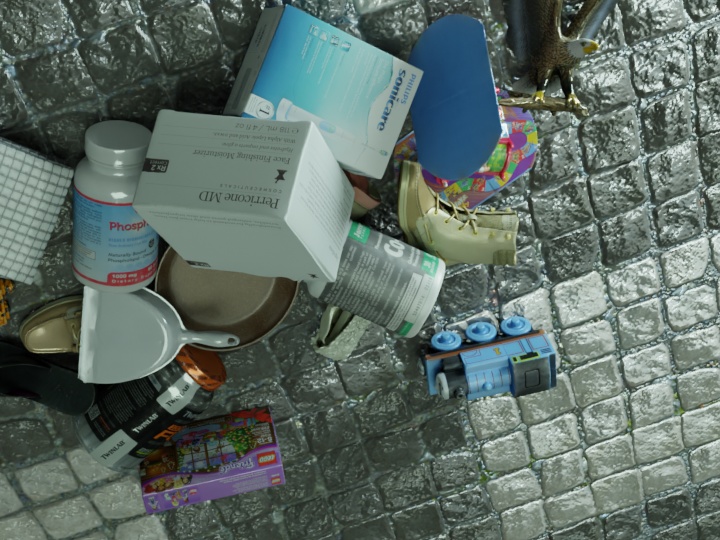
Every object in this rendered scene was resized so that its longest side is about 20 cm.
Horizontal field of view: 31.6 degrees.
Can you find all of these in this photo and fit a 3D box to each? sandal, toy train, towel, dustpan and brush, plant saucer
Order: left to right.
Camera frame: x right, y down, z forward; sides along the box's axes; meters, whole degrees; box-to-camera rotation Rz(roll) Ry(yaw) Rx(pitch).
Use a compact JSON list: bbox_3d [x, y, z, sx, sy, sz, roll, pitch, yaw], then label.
[{"bbox_3d":[-0.469,-0.089,1.541,0.200,0.086,0.166,20,100,-25],"label":"towel"},{"bbox_3d":[-0.452,0.142,1.702,0.200,0.048,0.075,14,95,3],"label":"sandal"},{"bbox_3d":[-0.260,0.087,1.662,0.200,0.057,0.140,7,102,1],"label":"dustpan and brush"},{"bbox_3d":[-0.181,0.011,1.706,0.200,0.037,0.201,-8,114,-19],"label":"plant saucer"},{"bbox_3d":[0.186,0.133,1.843,0.200,0.114,0.087,-12,124,-6],"label":"toy train"}]

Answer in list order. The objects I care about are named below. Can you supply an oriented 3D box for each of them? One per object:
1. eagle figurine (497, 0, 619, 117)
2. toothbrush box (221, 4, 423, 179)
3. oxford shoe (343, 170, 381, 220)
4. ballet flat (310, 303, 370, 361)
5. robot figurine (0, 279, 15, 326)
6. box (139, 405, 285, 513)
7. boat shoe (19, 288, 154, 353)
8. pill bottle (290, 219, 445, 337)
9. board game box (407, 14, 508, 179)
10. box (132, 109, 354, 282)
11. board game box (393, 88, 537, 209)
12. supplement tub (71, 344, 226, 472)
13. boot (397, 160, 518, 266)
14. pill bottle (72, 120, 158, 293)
[{"bbox_3d":[0.254,-0.296,1.594,0.152,0.151,0.200,1,95,-61],"label":"eagle figurine"},{"bbox_3d":[-0.045,-0.216,1.550,0.200,0.085,0.147,21,90,-24],"label":"toothbrush box"},{"bbox_3d":[-0.065,-0.119,1.648,0.200,0.071,0.074,34,115,-28],"label":"oxford shoe"},{"bbox_3d":[-0.009,0.044,1.761,0.072,0.072,0.200,17,116,-23],"label":"ballet flat"},{"bbox_3d":[-0.536,0.052,1.622,0.200,0.058,0.145,-17,145,-20],"label":"robot figurine"},{"bbox_3d":[-0.216,0.268,1.822,0.200,0.137,0.039,-12,125,-6],"label":"box"},{"bbox_3d":[-0.358,0.076,1.703,0.200,0.069,0.074,-14,125,-4],"label":"boat shoe"},{"bbox_3d":[0.000,0.000,1.662,0.200,0.113,0.113,24,116,-6],"label":"pill bottle"},{"bbox_3d":[0.125,-0.212,1.570,0.039,0.200,0.158,-3,169,-36],"label":"board game box"},{"bbox_3d":[-0.134,-0.086,1.527,0.199,0.131,0.200,6,160,18],"label":"box"},{"bbox_3d":[0.147,-0.146,1.696,0.200,0.039,0.158,-34,123,10],"label":"board game box"},{"bbox_3d":[-0.289,0.176,1.753,0.200,0.123,0.123,-39,123,13],"label":"supplement tub"},{"bbox_3d":[0.130,-0.071,1.679,0.155,0.073,0.200,0,140,13],"label":"boot"},{"bbox_3d":[-0.305,-0.080,1.591,0.109,0.109,0.200,0,123,-13],"label":"pill bottle"}]
